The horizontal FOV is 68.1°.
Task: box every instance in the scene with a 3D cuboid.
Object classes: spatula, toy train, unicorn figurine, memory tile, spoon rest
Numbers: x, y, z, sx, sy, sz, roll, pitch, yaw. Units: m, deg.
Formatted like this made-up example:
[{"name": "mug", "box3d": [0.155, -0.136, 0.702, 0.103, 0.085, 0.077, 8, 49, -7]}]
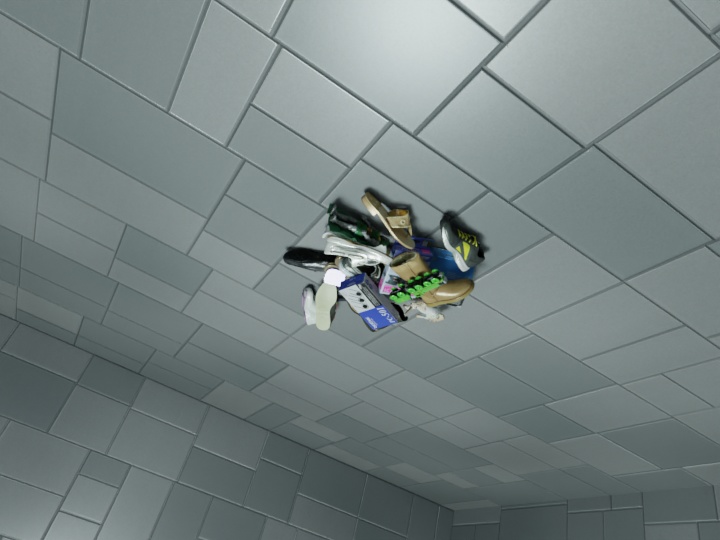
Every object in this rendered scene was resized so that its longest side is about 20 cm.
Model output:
[{"name": "spatula", "box3d": [-0.017, 0.034, 1.710, 0.200, 0.021, 0.057, 10, 115, -20]}, {"name": "toy train", "box3d": [0.164, 0.048, 1.513, 0.056, 0.042, 0.200, 31, 142, -32]}, {"name": "unicorn figurine", "box3d": [0.199, 0.122, 1.761, 0.200, 0.074, 0.137, 14, 174, -27]}, {"name": "memory tile", "box3d": [0.000, 0.000, 1.703, 0.200, 0.017, 0.153, 30, 130, -32]}, {"name": "spoon rest", "box3d": [-0.018, -0.083, 1.588, 0.200, 0.100, 0.061, 23, 163, 4]}]

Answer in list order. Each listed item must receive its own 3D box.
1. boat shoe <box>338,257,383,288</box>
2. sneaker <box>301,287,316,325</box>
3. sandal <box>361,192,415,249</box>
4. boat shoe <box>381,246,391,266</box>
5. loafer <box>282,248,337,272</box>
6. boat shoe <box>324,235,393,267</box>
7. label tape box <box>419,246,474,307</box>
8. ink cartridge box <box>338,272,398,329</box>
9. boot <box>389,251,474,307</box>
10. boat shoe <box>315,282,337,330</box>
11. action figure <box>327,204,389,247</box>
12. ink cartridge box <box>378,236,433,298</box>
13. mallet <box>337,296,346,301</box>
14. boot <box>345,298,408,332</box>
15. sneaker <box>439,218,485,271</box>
[{"name": "boat shoe", "box3d": [0.030, 0.011, 1.641, 0.200, 0.072, 0.071, 21, 151, -23]}, {"name": "sneaker", "box3d": [-0.165, 0.126, 1.964, 0.099, 0.075, 0.200, -5, 143, -2]}, {"name": "sandal", "box3d": [0.099, -0.147, 1.464, 0.212, 0.078, 0.070, 42, 120, -17]}, {"name": "boat shoe", "box3d": [0.122, -0.001, 1.667, 0.200, 0.072, 0.065, 51, 173, -39]}, {"name": "loafer", "box3d": [-0.154, -0.024, 1.738, 0.200, 0.068, 0.070, 6, 136, 9]}, {"name": "boat shoe", "box3d": [-0.007, -0.042, 1.530, 0.200, 0.069, 0.071, 18, 180, 7]}, {"name": "label tape box", "box3d": [0.264, 0.025, 1.636, 0.143, 0.066, 0.200, 14, 146, 4]}, {"name": "ink cartridge box", "box3d": [0.028, 0.099, 1.656, 0.094, 0.044, 0.200, -21, 126, 29]}, {"name": "boot", "box3d": [0.208, 0.017, 1.534, 0.175, 0.066, 0.200, -25, 126, 27]}, {"name": "boat shoe", "box3d": [-0.119, 0.114, 1.890, 0.074, 0.063, 0.202, 13, 120, 8]}, {"name": "action figure", "box3d": [0.000, -0.119, 1.535, 0.200, 0.118, 0.055, 25, 133, -26]}, {"name": "ink cartridge box", "box3d": [0.137, -0.010, 1.585, 0.119, 0.042, 0.200, 8, 124, -14]}, {"name": "mallet", "box3d": [-0.011, 0.092, 1.874, 0.200, 0.066, 0.041, 3, 136, 44]}, {"name": "boot", "box3d": [0.052, 0.108, 1.739, 0.138, 0.078, 0.200, -19, 127, 33]}, {"name": "sneaker", "box3d": [0.285, -0.082, 1.490, 0.084, 0.075, 0.200, -21, 135, 21]}]
